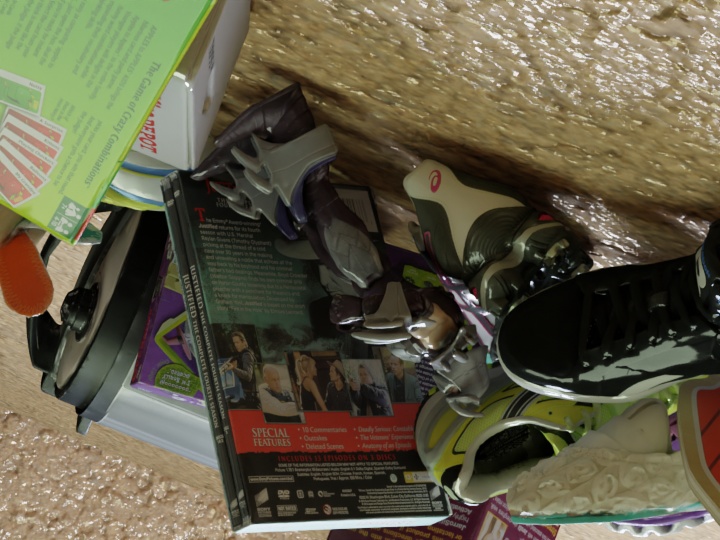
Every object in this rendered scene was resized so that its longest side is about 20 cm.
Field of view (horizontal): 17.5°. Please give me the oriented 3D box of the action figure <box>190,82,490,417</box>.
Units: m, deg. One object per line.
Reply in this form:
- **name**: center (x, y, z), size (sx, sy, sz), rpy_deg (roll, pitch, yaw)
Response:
- **action figure**: center (0.000, 0.000, 1.229), size (0.200, 0.069, 0.130), rpy_deg (50, 171, 2)

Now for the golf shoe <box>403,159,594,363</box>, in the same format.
- **golf shoe**: center (0.074, -0.009, 1.281), size (0.088, 0.077, 0.200), rpy_deg (42, 172, 15)

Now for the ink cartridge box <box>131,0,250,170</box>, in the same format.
- **ink cartridge box**: center (-0.152, -0.135, 1.063), size (0.199, 0.085, 0.146), rpy_deg (22, 166, 1)

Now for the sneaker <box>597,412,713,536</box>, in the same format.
- **sneaker**: center (0.195, 0.099, 1.298), size (0.199, 0.081, 0.089), rpy_deg (2, 142, 33)

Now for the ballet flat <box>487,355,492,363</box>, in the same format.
- **ballet flat**: center (0.030, 0.082, 1.487), size (0.200, 0.063, 0.069), rpy_deg (-35, 122, 23)

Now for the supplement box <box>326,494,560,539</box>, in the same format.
- **supplement box**: center (0.071, 0.138, 1.559), size (0.103, 0.201, 0.131), rpy_deg (15, 165, 29)

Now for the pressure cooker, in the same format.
- **pressure cooker**: center (-0.102, 0.023, 1.436), size (0.199, 0.177, 0.179), rpy_deg (21, 165, -12)

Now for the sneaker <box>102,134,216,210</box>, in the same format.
- **sneaker**: center (-0.161, -0.096, 1.268), size (0.199, 0.076, 0.105), rpy_deg (25, 167, -9)

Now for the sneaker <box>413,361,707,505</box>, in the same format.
- **sneaker**: center (0.127, 0.073, 1.254), size (0.076, 0.199, 0.076), rpy_deg (58, -171, -28)

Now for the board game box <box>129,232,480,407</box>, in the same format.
- **board game box**: center (-0.023, 0.036, 1.354), size (0.199, 0.121, 0.032), rpy_deg (17, 165, -15)

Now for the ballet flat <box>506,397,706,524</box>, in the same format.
- **ballet flat**: center (0.171, 0.095, 1.201), size (0.199, 0.072, 0.072), rpy_deg (-1, 169, -6)

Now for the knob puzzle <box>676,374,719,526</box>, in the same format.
- **knob puzzle**: center (0.245, 0.085, 1.136), size (0.219, 0.220, 0.031), rpy_deg (17, 128, 21)

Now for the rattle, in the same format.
- **rattle**: center (-0.221, -0.066, 1.353), size (0.200, 0.130, 0.143), rpy_deg (-86, -29, -67)

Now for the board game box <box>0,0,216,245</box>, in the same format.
- **board game box**: center (-0.116, -0.109, 0.941), size (0.101, 0.048, 0.200), rpy_deg (30, 133, -7)

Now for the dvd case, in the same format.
- **dvd case**: center (-0.029, 0.044, 1.280), size (0.146, 0.201, 0.022), rpy_deg (2, 158, -42)

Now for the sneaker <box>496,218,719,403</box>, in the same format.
- **sneaker**: center (0.153, 0.010, 1.133), size (0.199, 0.073, 0.112), rpy_deg (-5, 155, 17)
